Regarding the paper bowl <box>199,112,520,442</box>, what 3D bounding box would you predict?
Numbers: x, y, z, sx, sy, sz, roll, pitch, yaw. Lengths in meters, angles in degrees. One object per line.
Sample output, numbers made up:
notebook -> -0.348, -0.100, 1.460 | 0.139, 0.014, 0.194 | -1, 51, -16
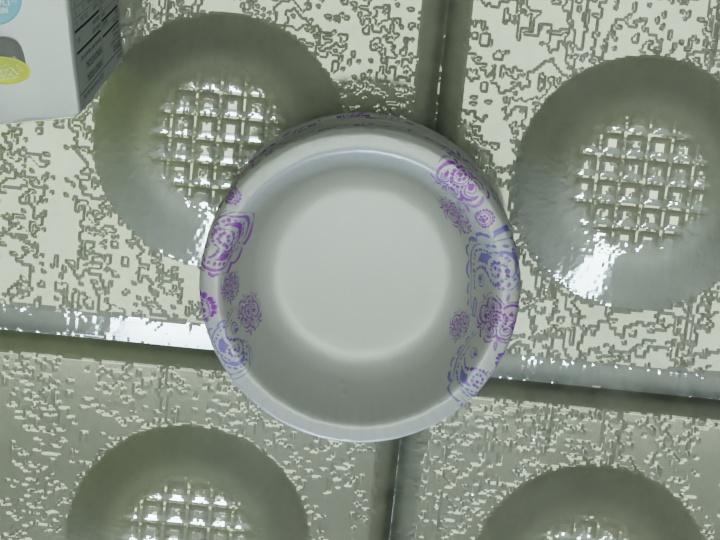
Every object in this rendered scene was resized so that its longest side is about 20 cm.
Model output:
paper bowl -> 0.000, 0.000, 1.381 | 0.199, 0.104, 0.202 | 0, 104, 0

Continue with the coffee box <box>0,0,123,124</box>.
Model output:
coffee box -> -0.258, -0.194, 1.286 | 0.198, 0.200, 0.199 | -4, 105, 2
